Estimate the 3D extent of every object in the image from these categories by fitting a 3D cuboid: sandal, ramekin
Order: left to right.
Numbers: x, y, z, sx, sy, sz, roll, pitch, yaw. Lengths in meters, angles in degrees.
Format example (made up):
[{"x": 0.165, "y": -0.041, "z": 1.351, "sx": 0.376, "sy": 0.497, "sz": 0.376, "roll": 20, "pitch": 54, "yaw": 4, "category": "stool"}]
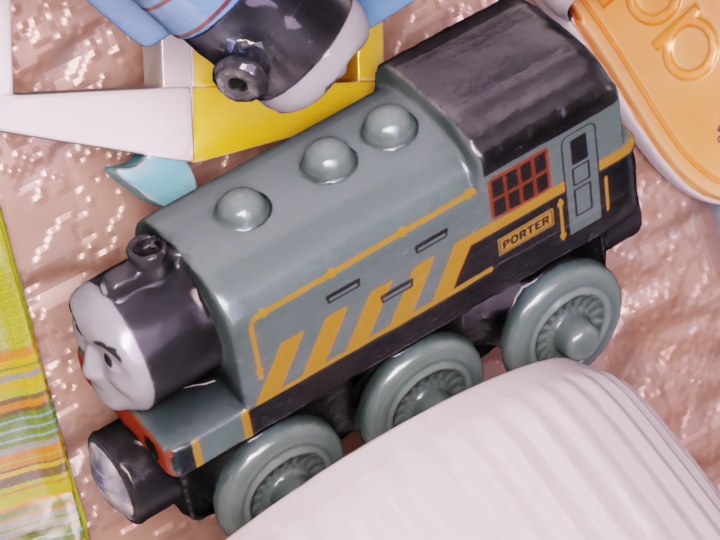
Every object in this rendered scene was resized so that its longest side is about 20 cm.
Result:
[{"x": 0.027, "y": 0.112, "z": 0.855, "sx": 0.199, "sy": 0.200, "sz": 0.105, "roll": -29, "pitch": 77, "yaw": -15, "category": "ramekin"}, {"x": 0.092, "y": -0.106, "z": 0.913, "sx": 0.079, "sy": 0.059, "sz": 0.207, "roll": -43, "pitch": 112, "yaw": -10, "category": "sandal"}]

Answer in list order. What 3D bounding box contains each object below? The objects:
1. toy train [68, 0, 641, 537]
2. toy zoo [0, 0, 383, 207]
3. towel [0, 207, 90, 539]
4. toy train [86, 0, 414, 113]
[{"x": 0.000, "y": 0.000, "z": 0.866, "sx": 0.199, "sy": 0.085, "sz": 0.114, "roll": -28, "pitch": 136, "yaw": -18, "category": "toy train"}, {"x": -0.056, "y": -0.115, "z": 0.861, "sx": 0.130, "sy": 0.020, "sz": 0.201, "roll": -4, "pitch": 96, "yaw": -23, "category": "toy zoo"}, {"x": -0.144, "y": 0.008, "z": 0.859, "sx": 0.086, "sy": 0.018, "sz": 0.201, "roll": -19, "pitch": 106, "yaw": -20, "category": "towel"}, {"x": -0.062, "y": -0.125, "z": 0.782, "sx": 0.200, "sy": 0.086, "sz": 0.115, "roll": 41, "pitch": 45, "yaw": -24, "category": "toy train"}]
